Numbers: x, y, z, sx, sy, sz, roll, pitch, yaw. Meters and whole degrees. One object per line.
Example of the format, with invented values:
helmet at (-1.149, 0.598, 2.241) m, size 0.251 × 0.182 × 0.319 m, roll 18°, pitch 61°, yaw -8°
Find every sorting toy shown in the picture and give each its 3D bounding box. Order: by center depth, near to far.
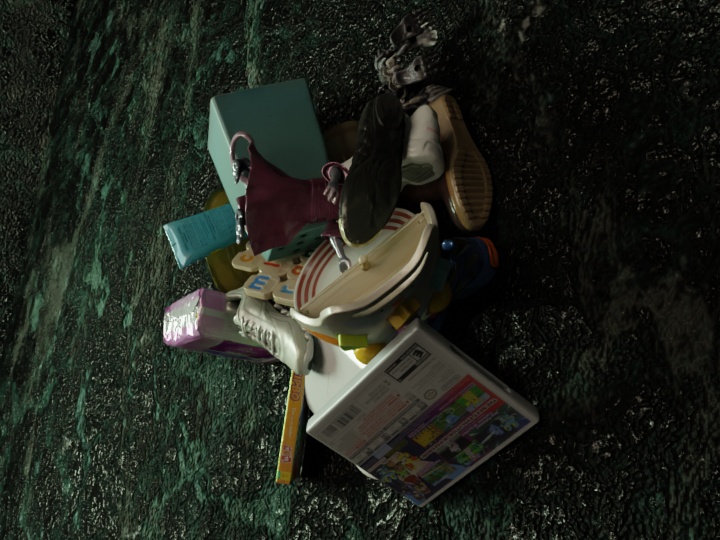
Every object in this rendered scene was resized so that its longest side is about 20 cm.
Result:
sorting toy at (0.023, 0.016, 0.678) m, size 0.198 × 0.180 × 0.108 m, roll -38°, pitch 81°, yaw -3°

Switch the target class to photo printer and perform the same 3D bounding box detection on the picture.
photo printer at (0.000, 0.153, 0.855) m, size 0.199 × 0.068 × 0.171 m, roll 38°, pitch 130°, yaw 48°

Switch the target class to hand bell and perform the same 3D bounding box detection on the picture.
hand bell at (0.006, -0.105, 0.973) m, size 0.104 × 0.103 × 0.204 m, roll -40°, pitch 63°, yaw 33°

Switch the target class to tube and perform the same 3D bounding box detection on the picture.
tube at (-0.191, -0.073, 1.000) m, size 0.078 × 0.195 × 0.051 m, roll 58°, pitch 161°, yaw 27°

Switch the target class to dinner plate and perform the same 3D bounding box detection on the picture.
dinner plate at (0.000, 0.000, 0.854) m, size 0.196 × 0.024 × 0.203 m, roll -26°, pitch 36°, yaw 20°

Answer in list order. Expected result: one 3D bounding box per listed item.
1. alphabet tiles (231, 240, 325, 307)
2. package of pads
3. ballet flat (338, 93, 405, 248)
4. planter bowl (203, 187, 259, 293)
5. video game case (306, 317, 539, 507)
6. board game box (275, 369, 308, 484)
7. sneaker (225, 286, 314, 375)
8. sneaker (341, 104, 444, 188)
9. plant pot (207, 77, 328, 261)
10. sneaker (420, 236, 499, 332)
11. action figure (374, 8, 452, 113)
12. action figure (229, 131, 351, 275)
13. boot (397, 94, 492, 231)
alphabet tiles at (-0.082, -0.023, 0.968) m, size 0.190 × 0.015 × 0.201 m, roll 11°, pitch 43°, yaw 23°
package of pads at (-0.193, 0.091, 1.032) m, size 0.119 × 0.196 × 0.078 m, roll -16°, pitch 64°, yaw 46°
ballet flat at (0.016, -0.113, 0.767) m, size 0.057 × 0.065 × 0.205 m, roll 123°, pitch 162°, yaw -62°
planter bowl at (-0.170, -0.044, 1.089) m, size 0.081 × 0.200 × 0.207 m, roll -11°, pitch 67°, yaw 18°
video game case at (0.065, 0.165, 0.734) m, size 0.200 × 0.180 × 0.023 m, roll -45°, pitch 18°, yaw 28°
board game box at (-0.091, 0.199, 0.970) m, size 0.029 × 0.096 × 0.207 m, roll 5°, pitch 80°, yaw 3°
sneaker at (-0.125, 0.080, 0.909) m, size 0.199 × 0.079 × 0.077 m, roll 41°, pitch 130°, yaw 49°
sneaker at (0.038, -0.152, 0.863) m, size 0.197 × 0.077 × 0.103 m, roll -11°, pitch 64°, yaw 48°
plant pot at (-0.118, -0.130, 0.932) m, size 0.141 × 0.137 × 0.205 m, roll 129°, pitch 123°, yaw -67°
sneaker at (0.080, 0.026, 0.830) m, size 0.201 × 0.077 × 0.076 m, roll -50°, pitch 45°, yaw 26°
action figure at (0.073, -0.274, 0.919) m, size 0.200 × 0.099 × 0.123 m, roll -175°, pitch 67°, yaw -87°
action figure at (-0.060, -0.083, 0.827) m, size 0.151 × 0.194 × 0.137 m, roll -114°, pitch 26°, yaw -45°
boot at (0.092, -0.109, 0.886) m, size 0.166 × 0.070 × 0.206 m, roll -43°, pitch 49°, yaw 48°
